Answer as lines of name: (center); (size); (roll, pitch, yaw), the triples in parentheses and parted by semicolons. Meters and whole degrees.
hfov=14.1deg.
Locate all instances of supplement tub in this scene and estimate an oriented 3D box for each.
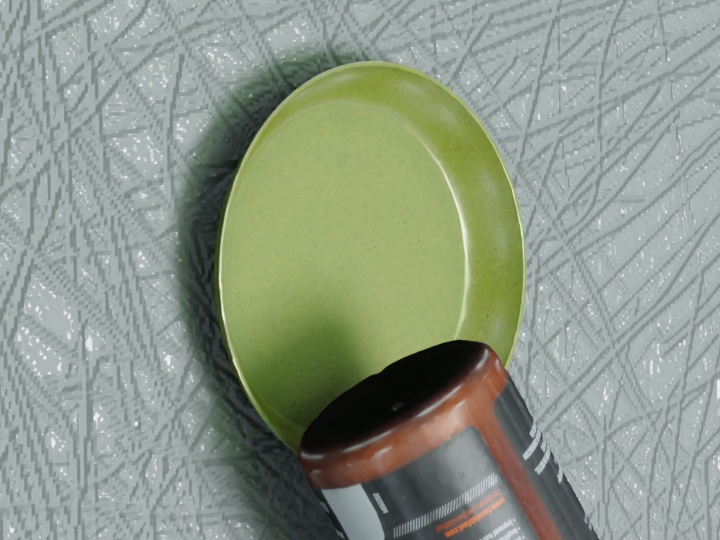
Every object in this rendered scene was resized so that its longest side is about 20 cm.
supplement tub: (0.060, 0.140, 1.345); (0.107, 0.107, 0.200); (-38, 104, -36)

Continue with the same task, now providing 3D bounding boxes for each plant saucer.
plant saucer: (0.000, 0.000, 1.400); (0.200, 0.031, 0.201); (-1, 92, -42)
